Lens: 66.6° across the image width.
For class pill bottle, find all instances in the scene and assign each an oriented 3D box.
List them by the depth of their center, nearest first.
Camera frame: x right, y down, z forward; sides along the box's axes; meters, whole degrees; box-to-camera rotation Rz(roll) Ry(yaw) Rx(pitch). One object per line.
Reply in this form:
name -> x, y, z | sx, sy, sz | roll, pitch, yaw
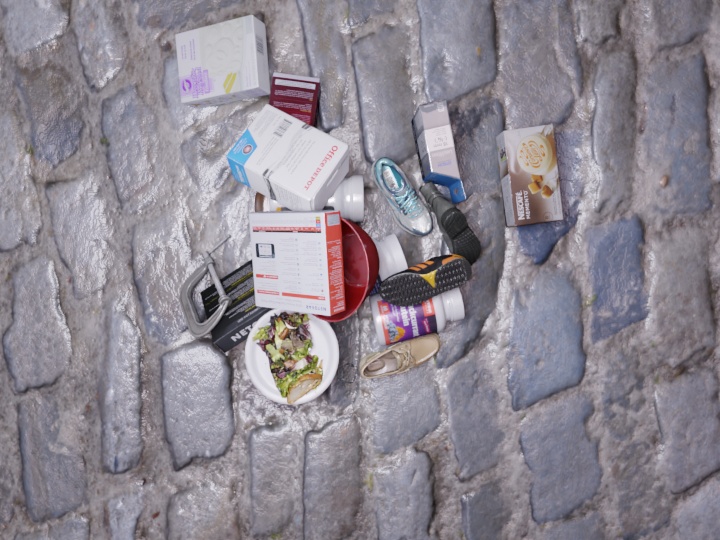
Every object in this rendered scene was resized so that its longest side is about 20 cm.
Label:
pill bottle -> -0.090, -0.149, 1.156 | 0.193, 0.116, 0.121 | -1, 92, -1
pill bottle -> 0.000, 0.000, 1.192 | 0.195, 0.116, 0.119 | -20, 92, 0
pill bottle -> 0.123, 0.088, 1.198 | 0.194, 0.111, 0.115 | -14, 92, 0

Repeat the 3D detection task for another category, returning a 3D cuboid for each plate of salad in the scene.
plate of salad -> -0.140, 0.175, 1.120 | 0.193, 0.048, 0.207 | 0, 93, -3

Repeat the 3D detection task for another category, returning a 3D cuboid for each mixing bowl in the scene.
mixing bowl -> -0.036, -0.014, 1.064 | 0.196, 0.107, 0.207 | 8, 104, 35

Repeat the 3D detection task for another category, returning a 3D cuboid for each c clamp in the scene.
c clamp -> -0.327, 0.037, 1.181 | 0.169, 0.027, 0.202 | -37, 51, 10

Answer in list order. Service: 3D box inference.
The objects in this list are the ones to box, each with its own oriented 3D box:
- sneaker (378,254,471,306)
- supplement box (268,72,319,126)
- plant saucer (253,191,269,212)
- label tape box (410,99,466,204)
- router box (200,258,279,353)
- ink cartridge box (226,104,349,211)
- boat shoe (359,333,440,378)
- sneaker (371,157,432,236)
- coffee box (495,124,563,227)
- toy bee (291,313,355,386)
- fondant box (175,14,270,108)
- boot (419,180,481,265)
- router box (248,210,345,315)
sneaker -> 0.133, 0.017, 1.150 | 0.194, 0.090, 0.072 | -18, 103, 5
supplement box -> -0.149, -0.315, 1.190 | 0.105, 0.061, 0.207 | 7, 81, -1
plant saucer -> -0.141, -0.142, 1.227 | 0.193, 0.032, 0.207 | 0, 93, -1
label tape box -> 0.163, -0.240, 1.170 | 0.061, 0.144, 0.207 | -12, 92, 0
router box -> -0.240, 0.059, 1.181 | 0.197, 0.051, 0.151 | -32, 51, 2
ink cartridge box -> -0.137, -0.211, 1.073 | 0.196, 0.085, 0.148 | 29, 68, 12
boat shoe -> 0.091, 0.197, 1.225 | 0.195, 0.065, 0.073 | -24, 92, 0
sneaker -> 0.089, -0.159, 1.201 | 0.077, 0.086, 0.202 | -38, 92, 2
coffee box -> 0.369, -0.204, 1.206 | 0.110, 0.080, 0.207 | -6, 92, 0
toy bee -> -0.114, 0.176, 1.199 | 0.108, 0.129, 0.205 | -27, 84, 43
fondant box -> -0.294, -0.441, 1.172 | 0.194, 0.058, 0.149 | -4, 92, 21
boot -> 0.196, -0.103, 1.203 | 0.067, 0.201, 0.132 | -31, 48, 1
router box -> -0.122, -0.019, 1.031 | 0.195, 0.048, 0.186 | 5, 102, 36
